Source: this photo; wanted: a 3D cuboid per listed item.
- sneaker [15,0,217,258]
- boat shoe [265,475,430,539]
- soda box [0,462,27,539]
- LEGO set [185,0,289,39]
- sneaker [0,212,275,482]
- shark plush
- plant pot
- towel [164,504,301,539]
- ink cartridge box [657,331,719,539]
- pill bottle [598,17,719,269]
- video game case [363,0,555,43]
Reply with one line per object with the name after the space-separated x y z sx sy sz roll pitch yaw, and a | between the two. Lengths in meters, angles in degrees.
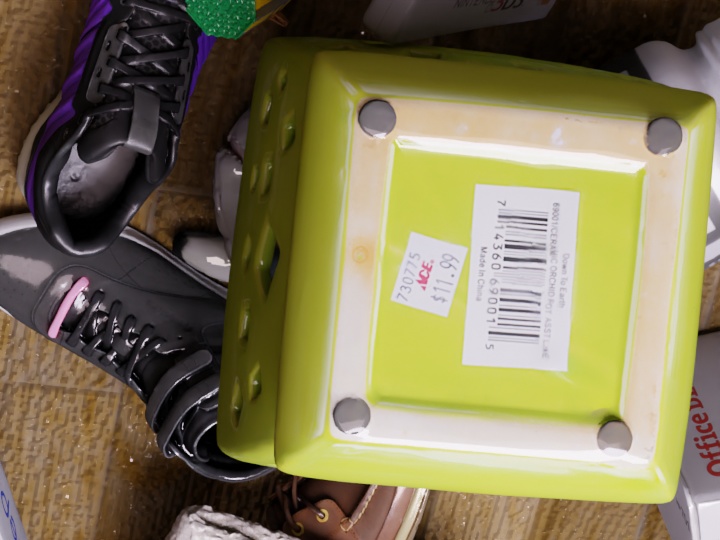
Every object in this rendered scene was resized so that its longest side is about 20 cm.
-0.103 -0.091 1.098 0.069 0.100 0.201 17 112 -18 | sneaker
-0.018 0.141 1.260 0.067 0.072 0.201 18 117 -20 | boat shoe
-0.214 0.152 1.237 0.063 0.068 0.201 -14 121 -1 | soda box
-0.051 -0.212 1.027 0.200 0.116 0.154 43 126 5 | LEGO set
-0.109 0.039 1.173 0.199 0.099 0.071 26 114 -20 | sneaker
0.000 0.000 1.190 0.200 0.091 0.084 35 78 -19 | shark plush
0.049 0.002 0.998 0.198 0.181 0.201 6 91 -8 | plant pot
-0.028 0.203 1.246 0.199 0.035 0.133 22 123 -11 | towel
0.256 0.092 1.232 0.199 0.147 0.086 -13 122 -1 | ink cartridge box
0.132 -0.043 1.156 0.199 0.114 0.114 -30 119 8 | pill bottle
0.092 -0.195 1.042 0.022 0.182 0.201 37 113 16 | video game case
